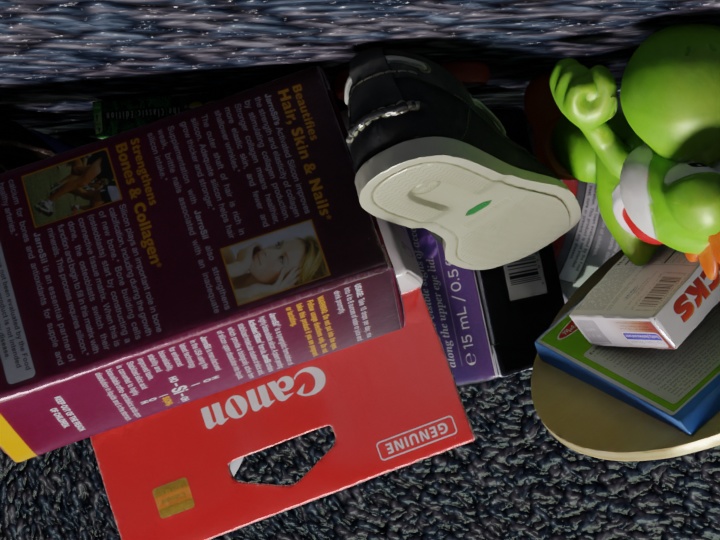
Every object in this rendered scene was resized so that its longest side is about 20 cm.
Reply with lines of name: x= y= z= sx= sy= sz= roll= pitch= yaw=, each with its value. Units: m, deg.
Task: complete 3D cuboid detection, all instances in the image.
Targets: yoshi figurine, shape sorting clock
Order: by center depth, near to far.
yoshi figurine: x=0.140 y=-0.072 z=0.842 sx=0.112 sy=0.112 sz=0.200 roll=-45 pitch=-166 yaw=2
shape sorting clock: x=0.175 y=0.023 z=0.913 sx=0.200 sy=0.039 sz=0.200 roll=-25 pitch=-149 yaw=16

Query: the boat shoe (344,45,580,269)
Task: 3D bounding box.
boat shoe: x=0.050 y=-0.049 z=0.869 sx=0.072 sy=0.068 sz=0.200 roll=-28 pitch=156 yaw=17

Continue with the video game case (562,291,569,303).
video game case: x=0.057 y=-0.013 z=1.177 sx=0.023 sy=0.200 sz=0.182 roll=-45 pitch=-170 yaw=-13

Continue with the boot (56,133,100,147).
boot: x=-0.105 y=0.007 z=1.137 sx=0.073 sy=0.204 sz=0.154 roll=-29 pitch=170 yaw=31

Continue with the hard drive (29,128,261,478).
hard drive: x=-0.129 y=0.015 z=1.011 sx=0.200 sy=0.132 sz=0.025 roll=23 pitch=177 yaw=25

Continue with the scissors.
scissors: x=0.011 y=-0.091 z=0.948 sx=0.073 sy=0.014 sz=0.200 roll=-6 pitch=-179 yaw=-12

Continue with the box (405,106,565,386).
box: x=0.000 y=0.000 z=1.033 sx=0.200 sy=0.148 sz=0.104 roll=-14 pitch=178 yaw=30

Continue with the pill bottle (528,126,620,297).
pill bottle: x=0.196 y=-0.023 z=1.204 sx=0.200 sy=0.116 sz=0.116 roll=14 pitch=177 yaw=-8

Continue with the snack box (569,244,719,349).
snack box: x=0.190 y=-0.037 z=0.909 sx=0.200 sy=0.024 sz=0.072 roll=-45 pitch=-163 yaw=-20

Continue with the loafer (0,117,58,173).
loafer: x=-0.201 y=-0.035 z=0.927 sx=0.071 sy=0.073 sz=0.200 roll=30 pitch=-168 yaw=22

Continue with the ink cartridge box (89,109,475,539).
ink cartridge box: x=-0.063 y=0.036 z=0.940 sx=0.200 sy=0.176 sz=0.045 roll=-22 pitch=165 yaw=10

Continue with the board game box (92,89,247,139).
board game box: x=-0.070 y=-0.079 z=1.019 sx=0.105 sy=0.023 sz=0.200 roll=-6 pitch=179 yaw=9

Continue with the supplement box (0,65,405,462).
supplement box: x=-0.091 y=-0.001 z=0.861 sx=0.200 sy=0.110 sz=0.086 roll=-19 pitch=157 yaw=-2
